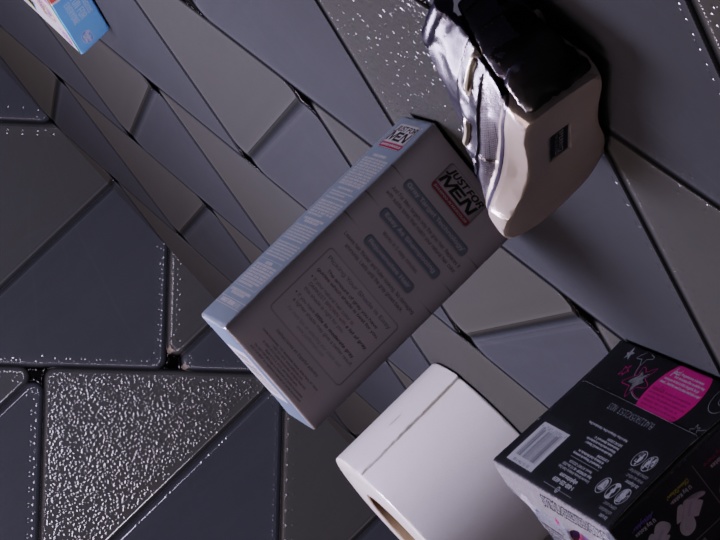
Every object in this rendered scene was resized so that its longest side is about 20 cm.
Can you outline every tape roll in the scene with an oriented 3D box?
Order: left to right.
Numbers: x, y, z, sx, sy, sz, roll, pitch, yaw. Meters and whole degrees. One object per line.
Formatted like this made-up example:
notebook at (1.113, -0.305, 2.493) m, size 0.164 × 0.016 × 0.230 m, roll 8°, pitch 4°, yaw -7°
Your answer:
tape roll at (0.091, 0.211, 2.504) m, size 0.203 × 0.139 × 0.203 m, roll 45°, pitch 172°, yaw 8°

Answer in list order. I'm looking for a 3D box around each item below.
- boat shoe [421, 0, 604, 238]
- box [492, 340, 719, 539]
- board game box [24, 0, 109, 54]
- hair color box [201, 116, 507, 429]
boat shoe at (0.080, -0.094, 1.388) m, size 0.093 × 0.074 × 0.200 m, roll 51°, pitch 166°, yaw 17°
box at (0.196, 0.145, 1.672) m, size 0.115 × 0.132 × 0.200 m, roll 51°, pitch 171°, yaw -18°
board game box at (-0.347, -0.321, 2.549) m, size 0.200 × 0.040 × 0.153 m, roll 43°, pitch 171°, yaw 24°
hair color box at (0.000, 0.000, 1.742) m, size 0.099 × 0.200 × 0.061 m, roll 49°, pitch 171°, yaw -19°
